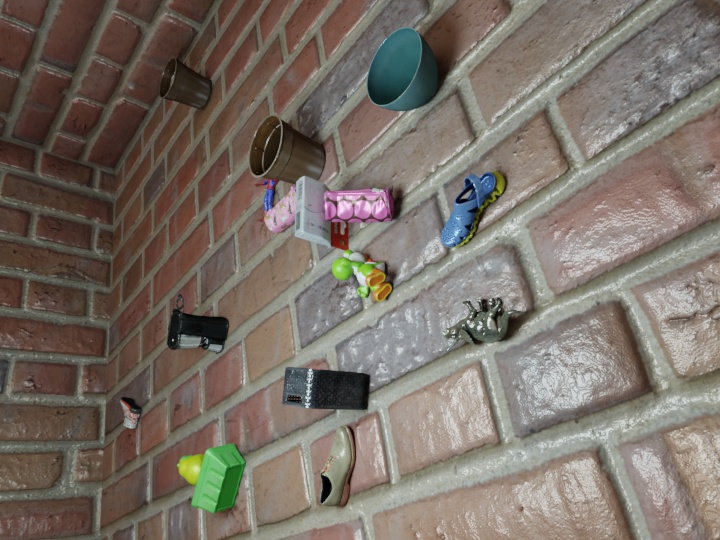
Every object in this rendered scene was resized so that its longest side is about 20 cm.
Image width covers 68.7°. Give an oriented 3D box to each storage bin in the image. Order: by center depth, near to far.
[{"bbox_3d":[-0.091,0.304,1.358,0.133,0.197,0.097,-7,73,47],"label":"storage bin"}]

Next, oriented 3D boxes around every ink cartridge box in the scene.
[{"bbox_3d":[-0.096,-0.157,1.491,0.056,0.196,0.167,-20,64,48],"label":"ink cartridge box"}]

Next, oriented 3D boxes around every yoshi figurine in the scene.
[{"bbox_3d":[-0.010,0.012,1.422,0.199,0.110,0.115,38,115,50],"label":"yoshi figurine"}]

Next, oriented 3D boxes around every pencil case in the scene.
[{"bbox_3d":[-0.007,-0.180,1.419,0.194,0.094,0.093,-2,56,13],"label":"pencil case"},{"bbox_3d":[-0.244,-0.204,1.771,0.199,0.081,0.089,-35,55,39],"label":"pencil case"}]

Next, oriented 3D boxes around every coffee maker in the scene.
[{"bbox_3d":[-0.605,0.210,1.983,0.134,0.197,0.196,37,109,45],"label":"coffee maker"}]

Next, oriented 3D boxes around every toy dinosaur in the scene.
[{"bbox_3d":[0.267,0.111,1.111,0.197,0.076,0.106,-9,84,42],"label":"toy dinosaur"}]

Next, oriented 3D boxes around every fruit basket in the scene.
[{"bbox_3d":[-0.507,0.682,1.768,0.211,0.154,0.222,-6,80,33],"label":"fruit basket"}]

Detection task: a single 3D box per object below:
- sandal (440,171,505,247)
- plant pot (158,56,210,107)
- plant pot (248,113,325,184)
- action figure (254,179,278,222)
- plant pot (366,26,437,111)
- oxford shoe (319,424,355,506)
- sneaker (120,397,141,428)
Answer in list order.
[{"bbox_3d":[0.237,-0.144,1.192,0.080,0.086,0.203,48,117,42],"label":"sandal"},{"bbox_3d":[-0.849,-0.898,2.567,0.198,0.195,0.206,-18,65,45],"label":"plant pot"},{"bbox_3d":[-0.232,-0.371,1.715,0.198,0.195,0.206,-18,65,44],"label":"plant pot"},{"bbox_3d":[-0.351,-0.285,1.911,0.064,0.098,0.206,6,82,47],"label":"action figure"},{"bbox_3d":[0.128,-0.504,1.381,0.197,0.133,0.206,-17,66,45],"label":"plant pot"},{"bbox_3d":[-0.063,0.507,1.365,0.069,0.074,0.206,-8,73,48],"label":"oxford shoe"},{"bbox_3d":[-1.131,0.695,2.560,0.199,0.066,0.111,13,87,47],"label":"sneaker"}]
